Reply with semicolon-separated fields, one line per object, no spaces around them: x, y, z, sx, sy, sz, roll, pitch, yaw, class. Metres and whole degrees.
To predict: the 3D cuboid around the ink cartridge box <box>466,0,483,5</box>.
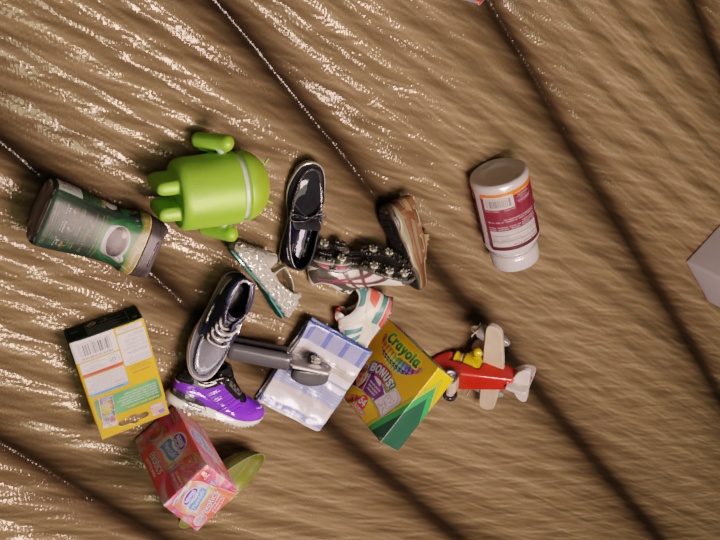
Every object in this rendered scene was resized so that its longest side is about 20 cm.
0.181;-0.575;1.461;0.176;0.084;0.200;-48;126;-1;ink cartridge box

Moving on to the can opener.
-0.147;0.169;1.626;0.198;0.053;0.067;16;106;-14;can opener

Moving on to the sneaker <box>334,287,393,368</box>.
-0.020;0.115;1.710;0.093;0.070;0.201;29;108;-10;sneaker

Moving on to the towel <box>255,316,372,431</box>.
-0.088;0.200;1.687;0.146;0.024;0.201;30;105;-14;towel

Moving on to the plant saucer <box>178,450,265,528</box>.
-0.265;0.402;1.673;0.200;0.031;0.200;-38;162;-15;plant saucer

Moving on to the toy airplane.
0.266;0.198;1.856;0.199;0.142;0.200;36;127;-24;toy airplane

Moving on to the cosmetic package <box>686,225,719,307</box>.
0.916;-0.014;2.102;0.200;0.166;0.167;-46;126;-3;cosmetic package

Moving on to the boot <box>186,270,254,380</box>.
-0.240;0.098;1.526;0.072;0.090;0.202;19;90;-20;boot

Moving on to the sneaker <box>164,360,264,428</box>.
-0.246;0.217;1.620;0.199;0.070;0.100;22;99;-36;sneaker

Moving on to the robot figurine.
-0.234;-0.129;1.427;0.199;0.116;0.177;-12;114;-25;robot figurine

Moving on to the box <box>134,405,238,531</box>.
-0.306;0.340;1.565;0.103;0.200;0.095;-41;126;-4;box

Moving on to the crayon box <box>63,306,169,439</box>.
-0.411;0.174;1.517;0.125;0.052;0.201;-19;121;-20;crayon box

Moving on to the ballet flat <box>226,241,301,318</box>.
-0.164;0.004;1.567;0.072;0.072;0.200;-38;134;-7;ballet flat

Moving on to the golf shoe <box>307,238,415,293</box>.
0.000;0.000;1.637;0.198;0.078;0.088;12;131;-9;golf shoe

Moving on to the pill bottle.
0.284;-0.105;1.732;0.114;0.114;0.201;-28;124;-15;pill bottle

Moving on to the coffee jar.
-0.403;-0.062;1.383;0.199;0.085;0.105;22;98;-34;coffee jar

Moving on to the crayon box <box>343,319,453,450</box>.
0.060;0.214;1.709;0.058;0.200;0.173;34;94;-37;crayon box

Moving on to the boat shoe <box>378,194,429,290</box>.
0.098;-0.053;1.679;0.074;0.076;0.201;-36;132;-21;boat shoe

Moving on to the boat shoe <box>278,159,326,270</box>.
-0.096;-0.092;1.557;0.074;0.062;0.202;4;110;-29;boat shoe
